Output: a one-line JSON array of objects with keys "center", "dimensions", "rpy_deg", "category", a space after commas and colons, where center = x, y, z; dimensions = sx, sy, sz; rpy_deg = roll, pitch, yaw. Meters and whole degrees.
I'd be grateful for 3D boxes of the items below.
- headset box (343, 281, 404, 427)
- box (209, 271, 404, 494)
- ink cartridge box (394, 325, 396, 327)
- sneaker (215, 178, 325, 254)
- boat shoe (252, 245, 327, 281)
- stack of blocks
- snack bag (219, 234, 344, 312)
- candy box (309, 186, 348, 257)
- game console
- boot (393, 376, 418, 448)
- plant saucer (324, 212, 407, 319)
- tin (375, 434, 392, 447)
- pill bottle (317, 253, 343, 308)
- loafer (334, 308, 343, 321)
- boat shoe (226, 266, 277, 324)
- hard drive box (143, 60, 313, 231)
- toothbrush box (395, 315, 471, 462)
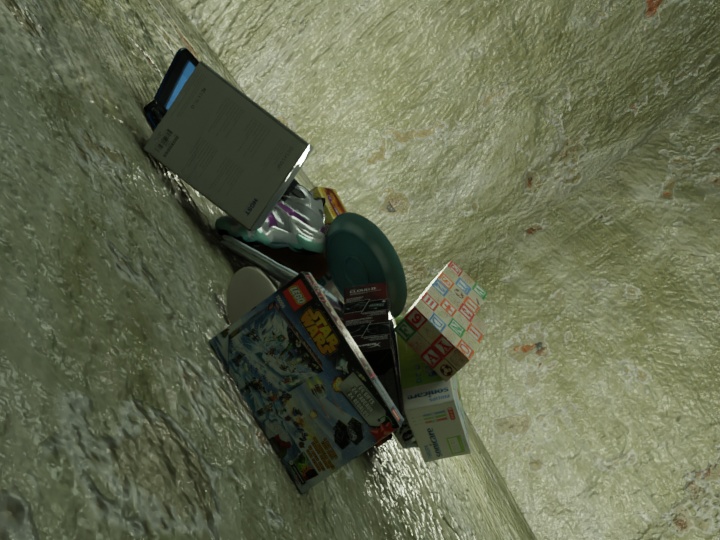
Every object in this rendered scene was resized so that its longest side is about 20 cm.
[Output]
[{"center": [0.019, 0.126, 1.041], "dimensions": [0.201, 0.076, 0.151], "rpy_deg": [-88, 170, -61], "category": "headset box"}, {"center": [-0.061, 0.123, 0.746], "dimensions": [0.202, 0.136, 0.040], "rpy_deg": [57, 8, 7], "category": "box"}, {"center": [0.086, 0.183, 1.384], "dimensions": [0.116, 0.198, 0.068], "rpy_deg": [54, 5, -8], "category": "ink cartridge box"}, {"center": [-0.145, -0.109, 1.108], "dimensions": [0.197, 0.143, 0.077], "rpy_deg": [9, -8, -36], "category": "sneaker"}, {"center": [-0.150, -0.043, 1.184], "dimensions": [0.199, 0.071, 0.070], "rpy_deg": [38, -13, -10], "category": "boat shoe"}, {"center": [0.144, 0.075, 1.073], "dimensions": [0.115, 0.059, 0.200], "rpy_deg": [43, 33, 2], "category": "stack of blocks"}, {"center": [-0.115, 0.015, 1.087], "dimensions": [0.198, 0.022, 0.189], "rpy_deg": [27, -7, 20], "category": "snack bag"}, {"center": [-0.041, -0.059, 1.284], "dimensions": [0.202, 0.056, 0.116], "rpy_deg": [61, 16, 5], "category": "candy box"}, {"center": [-0.277, -0.256, 1.180], "dimensions": [0.172, 0.117, 0.200], "rpy_deg": [57, 6, 19], "category": "game console"}, {"center": [0.073, 0.254, 1.160], "dimensions": [0.200, 0.073, 0.097], "rpy_deg": [41, 21, -58], "category": "boot"}, {"center": [0.000, 0.000, 1.138], "dimensions": [0.199, 0.027, 0.203], "rpy_deg": [34, -42, 36], "category": "plant saucer"}, {"center": [-0.006, 0.223, 1.192], "dimensions": [0.202, 0.041, 0.112], "rpy_deg": [61, 3, 37], "category": "tin"}, {"center": [-0.107, -0.013, 1.303], "dimensions": [0.201, 0.110, 0.111], "rpy_deg": [54, 5, -23], "category": "pill bottle"}, {"center": [-0.026, 0.105, 1.258], "dimensions": [0.198, 0.072, 0.073], "rpy_deg": [34, -15, -16], "category": "loafer"}, {"center": [-0.111, 0.097, 0.874], "dimensions": [0.093, 0.074, 0.203], "rpy_deg": [61, 5, -74], "category": "boat shoe"}, {"center": [-0.194, -0.182, 0.995], "dimensions": [0.199, 0.157, 0.077], "rpy_deg": [37, 6, -2], "category": "hard drive box"}, {"center": [0.120, 0.189, 1.113], "dimensions": [0.202, 0.084, 0.147], "rpy_deg": [-90, 164, -49], "category": "toothbrush box"}]
